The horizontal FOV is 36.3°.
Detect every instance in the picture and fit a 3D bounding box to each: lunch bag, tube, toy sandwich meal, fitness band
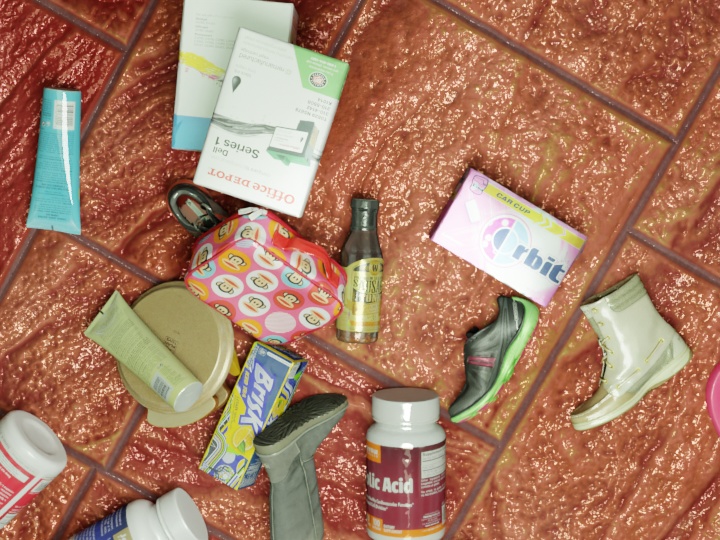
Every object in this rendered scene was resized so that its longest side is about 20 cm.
[{"bbox_3d":[-0.117,0.007,1.472,0.175,0.082,0.200,-29,127,34],"label":"lunch bag"},{"bbox_3d":[-0.297,0.113,1.505,0.200,0.058,0.052,38,140,25],"label":"tube"},{"bbox_3d":[-0.252,0.116,1.549,0.203,0.070,0.207,-3,80,18],"label":"toy sandwich meal"},{"bbox_3d":[-0.424,-0.154,1.537,0.077,0.050,0.202,8,101,4],"label":"tube"},{"bbox_3d":[0.580,0.207,1.572,0.143,0.037,0.201,-26,94,6],"label":"fitness band"}]

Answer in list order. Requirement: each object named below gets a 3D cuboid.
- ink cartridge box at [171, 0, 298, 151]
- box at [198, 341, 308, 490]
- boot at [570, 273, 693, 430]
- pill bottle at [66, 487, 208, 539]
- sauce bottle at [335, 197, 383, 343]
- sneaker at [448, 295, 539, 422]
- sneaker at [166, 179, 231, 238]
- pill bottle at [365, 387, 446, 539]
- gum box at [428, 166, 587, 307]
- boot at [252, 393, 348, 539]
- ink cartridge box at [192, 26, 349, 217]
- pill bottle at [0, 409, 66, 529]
[{"bbox_3d":[-0.165,-0.257,1.471,0.144,0.147,0.202,6,97,-1],"label":"ink cartridge box"},{"bbox_3d":[-0.150,0.203,1.553,0.070,0.064,0.201,26,95,16],"label":"box"},{"bbox_3d":[0.348,0.116,1.545,0.199,0.072,0.155,-36,95,-1],"label":"boot"},{"bbox_3d":[-0.324,0.396,1.555,0.199,0.120,0.120,-31,95,3],"label":"pill bottle"},{"bbox_3d":[0.000,0.000,1.538,0.065,0.066,0.202,2,98,0],"label":"sauce bottle"},{"bbox_3d":[0.178,0.125,1.555,0.083,0.077,0.201,31,92,15],"label":"sneaker"},{"bbox_3d":[-0.192,-0.047,1.525,0.199,0.082,0.077,35,95,-5],"label":"sneaker"},{"bbox_3d":[0.064,0.273,1.541,0.113,0.114,0.202,-1,96,0],"label":"pill bottle"},{"bbox_3d":[0.208,-0.045,1.530,0.199,0.066,0.114,30,97,-3],"label":"gum box"},{"bbox_3d":[-0.072,0.296,1.558,0.181,0.072,0.202,-28,114,-34],"label":"boot"},{"bbox_3d":[-0.111,-0.180,1.365,0.145,0.084,0.202,17,95,-5],"label":"ink cartridge box"},{"bbox_3d":[-0.522,0.302,1.550,0.200,0.112,0.112,-43,94,4],"label":"pill bottle"}]
